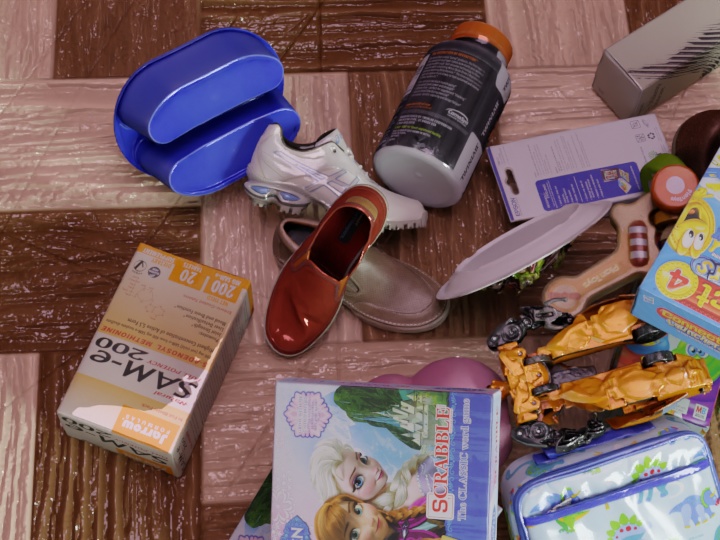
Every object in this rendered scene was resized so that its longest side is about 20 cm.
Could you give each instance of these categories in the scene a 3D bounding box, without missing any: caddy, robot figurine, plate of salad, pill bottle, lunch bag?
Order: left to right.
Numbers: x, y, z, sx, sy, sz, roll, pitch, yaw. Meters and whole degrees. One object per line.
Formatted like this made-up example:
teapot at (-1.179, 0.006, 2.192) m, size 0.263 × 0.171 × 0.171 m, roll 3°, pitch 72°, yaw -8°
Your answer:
caddy at (-0.162, -0.170, 1.522) m, size 0.200 × 0.142 × 0.105 m, roll -29°, pitch 37°, yaw -15°
pill bottle at (0.098, -0.175, 1.554) m, size 0.106 × 0.106 × 0.200 m, roll 22°, pitch 64°, yaw 9°
plate of salad at (0.168, -0.013, 1.443) m, size 0.200 × 0.200 × 0.048 m, roll -31°, pitch 97°, yaw -16°
robot figurine at (0.215, 0.092, 1.332) m, size 0.199 × 0.058 × 0.145 m, roll -15°, pitch 68°, yaw 6°
lunch bag at (0.236, 0.228, 1.334) m, size 0.199 × 0.082 × 0.161 m, roll -16°, pitch 104°, yaw -5°

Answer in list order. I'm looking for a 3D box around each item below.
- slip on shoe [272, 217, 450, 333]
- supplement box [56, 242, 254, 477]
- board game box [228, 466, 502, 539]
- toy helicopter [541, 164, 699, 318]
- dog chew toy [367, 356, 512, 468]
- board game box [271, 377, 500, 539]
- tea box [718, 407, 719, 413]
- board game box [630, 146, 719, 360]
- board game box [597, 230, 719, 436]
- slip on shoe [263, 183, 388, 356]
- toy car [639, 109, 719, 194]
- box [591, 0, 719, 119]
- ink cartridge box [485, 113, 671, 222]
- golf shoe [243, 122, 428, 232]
slip on shoe at (0.000, 0.000, 1.490) m, size 0.200 × 0.061 × 0.076 m, roll 28°, pitch 66°, yaw 11°
supplement box at (-0.201, 0.087, 1.433) m, size 0.126 × 0.074 × 0.200 m, roll 18°, pitch 65°, yaw 7°
board game box at (-0.005, 0.248, 1.326) m, size 0.200 × 0.041 × 0.200 m, roll 33°, pitch 99°, yaw 14°
toy helicopter at (0.270, -0.001, 1.394) m, size 0.200 × 0.079 × 0.133 m, roll -30°, pitch 73°, yaw 0°
dog chew toy at (0.044, 0.152, 1.391) m, size 0.199 × 0.125 × 0.125 m, roll -7°, pitch 64°, yaw 4°
board game box at (0.020, 0.200, 1.267) m, size 0.199 × 0.041 × 0.201 m, roll 1°, pitch 90°, yaw 16°
tea box at (0.469, 0.057, 1.405) m, size 0.133 × 0.197 × 0.200 m, roll 27°, pitch 65°, yaw 11°
board game box at (0.378, -0.003, 1.295) m, size 0.200 × 0.056 × 0.196 m, roll 27°, pitch 66°, yaw 15°
board game box at (0.315, 0.071, 1.444) m, size 0.103 × 0.105 × 0.200 m, roll 18°, pitch 65°, yaw 7°
slip on shoe at (-0.040, 0.003, 1.439) m, size 0.074 × 0.061 × 0.200 m, roll 34°, pitch 108°, yaw 2°
toy car at (0.418, -0.105, 1.464) m, size 0.164 × 0.200 × 0.158 m, roll -35°, pitch 96°, yaw -21°
box at (0.362, -0.252, 1.618) m, size 0.200 × 0.082 × 0.068 m, roll -33°, pitch 71°, yaw -15°
ink cartridge box at (0.241, -0.105, 1.564) m, size 0.199 × 0.039 × 0.100 m, roll -10°, pitch 65°, yaw -9°
golf shoe at (-0.018, -0.097, 1.501) m, size 0.199 × 0.078 × 0.098 m, roll 13°, pitch 96°, yaw -10°
